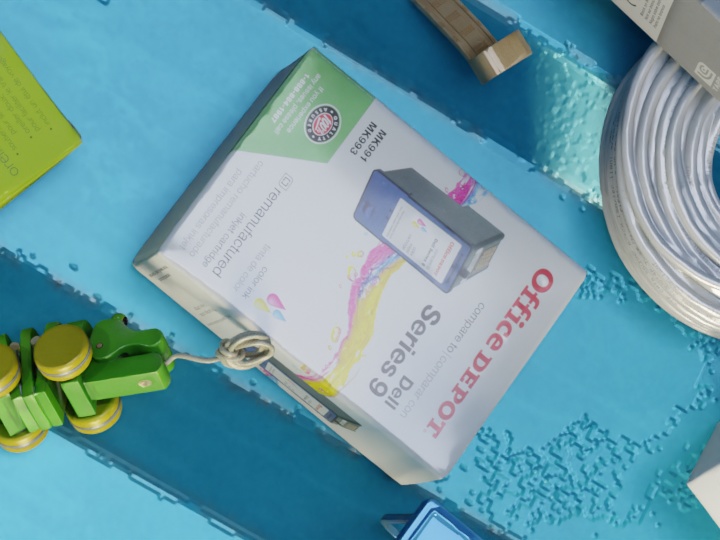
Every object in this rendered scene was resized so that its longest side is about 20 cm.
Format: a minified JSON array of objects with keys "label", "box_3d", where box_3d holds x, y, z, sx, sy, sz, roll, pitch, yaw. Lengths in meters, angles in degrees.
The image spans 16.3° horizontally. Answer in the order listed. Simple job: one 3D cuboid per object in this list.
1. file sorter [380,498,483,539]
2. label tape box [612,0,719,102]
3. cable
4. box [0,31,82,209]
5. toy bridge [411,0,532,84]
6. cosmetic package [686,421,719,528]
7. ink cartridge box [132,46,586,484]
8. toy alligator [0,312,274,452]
[{"label":"file sorter","box_3d":[0.016,0.242,1.329,0.139,0.123,0.200,39,78,-8]},{"label":"label tape box","box_3d":[0.187,-0.213,1.409,0.143,0.066,0.200,-38,76,-23]},{"label":"cable","box_3d":[0.234,-0.058,1.441,0.199,0.069,0.201,-20,89,-14]},{"label":"box","box_3d":[-0.260,-0.055,1.318,0.200,0.048,0.122,-39,95,-21]},{"label":"toy bridge","box_3d":[0.022,-0.192,1.400,0.027,0.067,0.201,-35,92,-14]},{"label":"cosmetic package","box_3d":[0.293,0.099,1.376,0.200,0.081,0.113,-36,96,29]},{"label":"ink cartridge box","box_3d":[0.000,0.000,1.367,0.200,0.087,0.146,40,76,-9]},{"label":"toy alligator","box_3d":[-0.143,0.047,1.329,0.198,0.059,0.055,-15,48,6]}]
